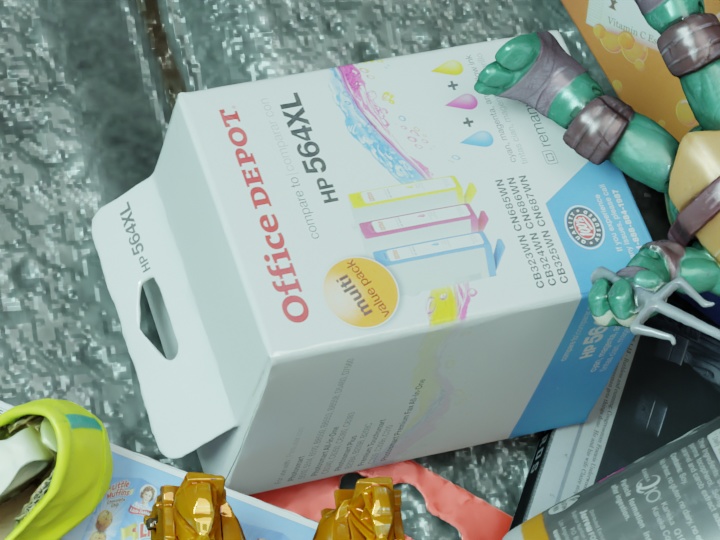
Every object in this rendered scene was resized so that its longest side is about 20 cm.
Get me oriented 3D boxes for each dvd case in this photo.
[{"bbox_3d":[0.177,0.093,1.219,0.199,0.025,0.151,25,63,-9],"label":"dvd case"}]

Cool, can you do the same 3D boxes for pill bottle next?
[{"bbox_3d":[0.166,0.115,1.107,0.199,0.116,0.117,-28,83,5],"label":"pill bottle"}]

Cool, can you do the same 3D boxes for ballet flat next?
[{"bbox_3d":[-0.185,0.112,1.042,0.199,0.067,0.067,-34,76,-3],"label":"ballet flat"}]

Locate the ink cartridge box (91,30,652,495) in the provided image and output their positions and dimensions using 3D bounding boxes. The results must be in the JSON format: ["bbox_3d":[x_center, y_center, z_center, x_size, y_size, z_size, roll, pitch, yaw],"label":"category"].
[{"bbox_3d":[0.000,0.000,1.125,0.199,0.125,0.129,-11,63,-21],"label":"ink cartridge box"}]

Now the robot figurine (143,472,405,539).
[{"bbox_3d":[-0.026,0.177,1.012,0.144,0.058,0.201,2,62,-15],"label":"robot figurine"}]

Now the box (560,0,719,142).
[{"bbox_3d":[0.189,-0.104,1.220,0.097,0.124,0.201,-26,83,-42],"label":"box"}]

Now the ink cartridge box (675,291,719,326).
[{"bbox_3d":[0.241,0.015,1.142,0.197,0.200,0.047,37,44,-3],"label":"ink cartridge box"}]

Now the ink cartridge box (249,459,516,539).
[{"bbox_3d":[-0.007,0.165,1.128,0.159,0.047,0.201,29,69,-8],"label":"ink cartridge box"}]

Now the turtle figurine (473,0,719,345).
[{"bbox_3d":[0.144,-0.030,1.057,0.149,0.101,0.200,-39,78,-3],"label":"turtle figurine"}]

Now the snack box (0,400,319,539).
[{"bbox_3d":[-0.116,0.103,1.092,0.199,0.024,0.072,20,67,8],"label":"snack box"}]
